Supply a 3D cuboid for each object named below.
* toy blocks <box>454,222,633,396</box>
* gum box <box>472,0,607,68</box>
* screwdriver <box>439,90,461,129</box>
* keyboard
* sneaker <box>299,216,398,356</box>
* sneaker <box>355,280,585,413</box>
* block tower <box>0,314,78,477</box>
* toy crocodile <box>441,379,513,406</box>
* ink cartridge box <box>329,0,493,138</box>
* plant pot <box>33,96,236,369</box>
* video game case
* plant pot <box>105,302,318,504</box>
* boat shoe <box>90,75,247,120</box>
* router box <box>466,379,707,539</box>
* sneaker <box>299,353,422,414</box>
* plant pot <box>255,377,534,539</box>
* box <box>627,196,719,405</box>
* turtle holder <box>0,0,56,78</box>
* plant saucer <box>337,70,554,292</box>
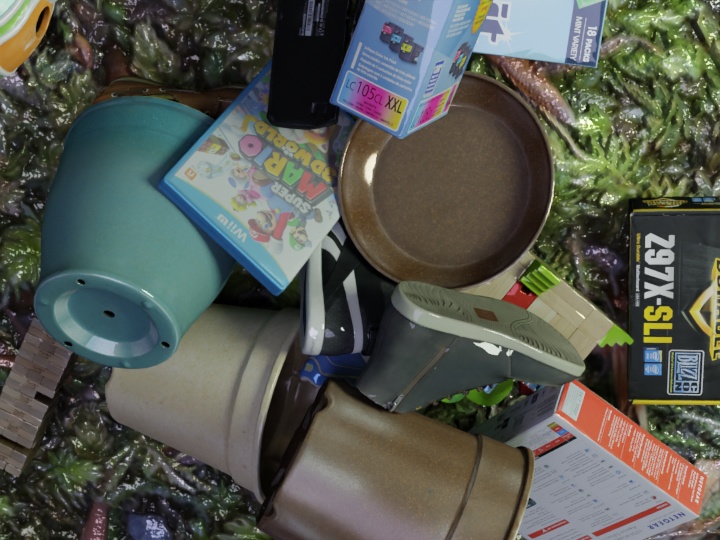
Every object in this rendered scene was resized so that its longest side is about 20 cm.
[{"bbox_3d":[0.136,0.051,1.211,0.200,0.100,0.137,38,98,-11],"label":"toy blocks"},{"bbox_3d":[0.123,-0.277,1.128,0.198,0.045,0.171,8,113,5],"label":"gum box"},{"bbox_3d":[0.083,-0.093,1.220,0.029,0.028,0.202,18,118,36],"label":"screwdriver"},{"bbox_3d":[-0.025,-0.225,1.151,0.103,0.040,0.202,8,93,29],"label":"keyboard"},{"bbox_3d":[0.000,0.000,1.202,0.111,0.201,0.073,7,142,-9],"label":"sneaker"},{"bbox_3d":[0.096,0.083,1.137,0.199,0.075,0.107,18,116,-21],"label":"sneaker"},{"bbox_3d":[-0.346,0.122,1.363,0.054,0.058,0.201,26,113,-3],"label":"block tower"},{"bbox_3d":[0.067,0.066,1.266,0.200,0.068,0.062,42,108,-11],"label":"toy crocodile"},{"bbox_3d":[0.059,-0.224,1.057,0.076,0.136,0.201,25,114,12],"label":"ink cartridge box"},{"bbox_3d":[-0.204,-0.022,1.171,0.198,0.189,0.201,8,140,6],"label":"plant pot"},{"bbox_3d":[-0.074,-0.092,1.163,0.143,0.200,0.018,43,143,-9],"label":"video game case"},{"bbox_3d":[-0.143,0.111,1.265,0.182,0.200,0.202,14,114,15],"label":"plant pot"},{"bbox_3d":[-0.158,-0.138,1.219,0.198,0.068,0.073,5,112,7],"label":"boat shoe"},{"bbox_3d":[0.203,0.203,1.253,0.179,0.049,0.200,36,141,-13],"label":"router box"},{"bbox_3d":[0.000,0.130,1.269,0.075,0.077,0.200,14,147,46],"label":"sneaker"},{"bbox_3d":[0.024,0.207,1.151,0.197,0.201,0.201,27,114,-4],"label":"plant pot"},{"bbox_3d":[0.334,0.029,1.217,0.158,0.049,0.202,1,112,11],"label":"box"},{"bbox_3d":[-0.362,-0.265,1.180,0.131,0.141,0.186,-31,65,4],"label":"turtle holder"},{"bbox_3d":[0.079,-0.079,1.160,0.199,0.037,0.202,-2,85,16],"label":"plant saucer"}]
